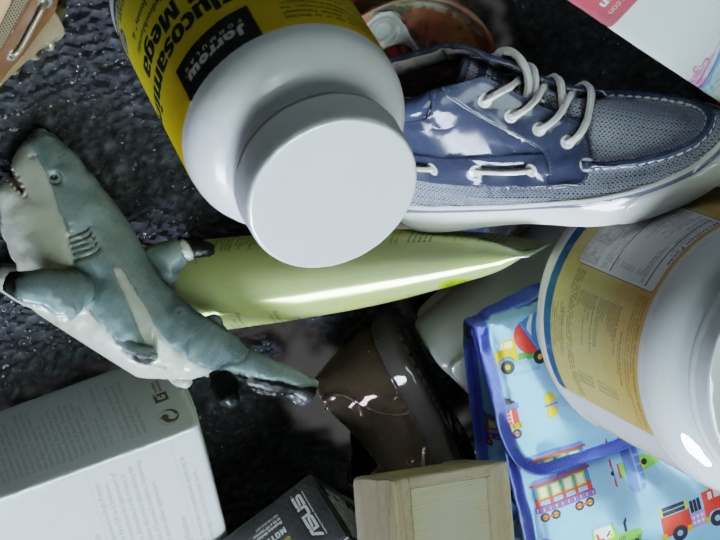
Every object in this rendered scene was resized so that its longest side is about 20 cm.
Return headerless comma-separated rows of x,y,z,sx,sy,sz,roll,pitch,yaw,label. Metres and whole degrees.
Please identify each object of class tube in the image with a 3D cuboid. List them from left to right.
0.000,0.000,1.562,0.199,0.058,0.052,-7,136,12,tube

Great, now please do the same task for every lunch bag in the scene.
0.138,0.071,1.631,0.150,0.094,0.201,-19,118,-12,lunch bag

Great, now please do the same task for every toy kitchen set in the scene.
0.030,0.195,1.646,0.162,0.199,0.182,-6,92,-37,toy kitchen set

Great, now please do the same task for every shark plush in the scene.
-0.107,0.012,1.524,0.199,0.091,0.084,32,85,-1,shark plush

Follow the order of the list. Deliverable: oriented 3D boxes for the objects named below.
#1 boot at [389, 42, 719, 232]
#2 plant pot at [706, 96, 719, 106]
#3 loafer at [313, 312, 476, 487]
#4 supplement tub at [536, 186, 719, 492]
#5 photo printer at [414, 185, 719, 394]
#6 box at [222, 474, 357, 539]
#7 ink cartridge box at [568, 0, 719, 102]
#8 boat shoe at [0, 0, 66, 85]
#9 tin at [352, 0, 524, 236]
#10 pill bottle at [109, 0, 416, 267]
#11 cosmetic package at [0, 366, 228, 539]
0.091,-0.074,1.496,0.199,0.073,0.091,-9,133,21,boot
0.312,-0.069,1.622,0.176,0.200,0.200,34,108,-28,plant pot
0.025,0.107,1.708,0.071,0.073,0.201,-21,127,6,loafer
0.189,0.035,1.494,0.144,0.200,0.146,-4,101,-19,supplement tub
0.152,0.019,1.688,0.200,0.070,0.166,-40,132,8,photo printer
-0.043,0.205,1.713,0.158,0.048,0.200,-38,153,6,box
0.158,-0.166,1.495,0.200,0.146,0.083,29,109,-38,ink cartridge box
-0.177,-0.125,1.425,0.071,0.076,0.201,11,122,-33,boat shoe
0.027,-0.074,1.582,0.112,0.042,0.201,-27,132,-8,tin
-0.045,-0.093,1.423,0.112,0.200,0.113,-12,129,-15,pill bottle
-0.181,0.132,1.624,0.199,0.074,0.102,-18,132,-8,cosmetic package
